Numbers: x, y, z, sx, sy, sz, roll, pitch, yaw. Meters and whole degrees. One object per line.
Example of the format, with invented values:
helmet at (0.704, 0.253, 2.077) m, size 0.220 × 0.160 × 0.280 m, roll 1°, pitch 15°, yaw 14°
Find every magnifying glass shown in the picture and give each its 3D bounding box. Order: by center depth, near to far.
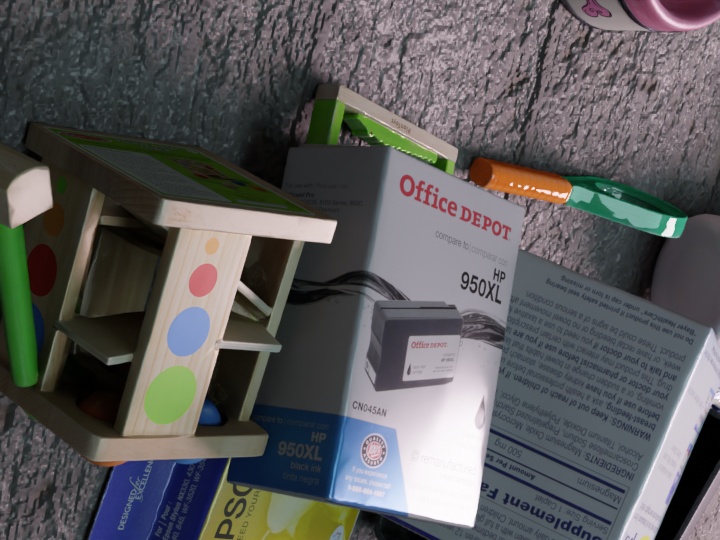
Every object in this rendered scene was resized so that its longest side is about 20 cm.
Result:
magnifying glass at (0.159, -0.054, 1.186) m, size 0.198 × 0.079 × 0.023 m, roll 11°, pitch 107°, yaw -38°

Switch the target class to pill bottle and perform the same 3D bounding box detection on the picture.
pill bottle at (0.348, 0.025, 1.340) m, size 0.198 × 0.114 × 0.116 m, roll 9°, pitch 105°, yaw -26°

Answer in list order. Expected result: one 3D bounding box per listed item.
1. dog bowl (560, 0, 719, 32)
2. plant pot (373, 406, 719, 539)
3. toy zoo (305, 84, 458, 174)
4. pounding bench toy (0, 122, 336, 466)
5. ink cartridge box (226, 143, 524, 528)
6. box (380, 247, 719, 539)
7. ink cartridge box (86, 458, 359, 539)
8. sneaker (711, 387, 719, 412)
dog bowl at (0.218, -0.256, 1.129) m, size 0.199 × 0.073 × 0.202 m, roll -24°, pitch 126°, yaw -36°
plant pot at (0.161, 0.172, 1.220) m, size 0.201 × 0.198 × 0.177 m, roll -59°, pitch 154°, yaw -4°
toy zoo at (0.000, 0.000, 1.029) m, size 0.131 × 0.020 × 0.202 m, roll 21°, pitch 77°, yaw -49°
pounding bench toy at (-0.141, 0.018, 0.858) m, size 0.199 × 0.124 × 0.158 m, roll 5°, pitch 107°, yaw -48°
ink cartridge box at (0.013, 0.040, 0.966) m, size 0.144 × 0.084 × 0.203 m, roll 19°, pitch 77°, yaw -49°
box at (0.121, 0.105, 1.098) m, size 0.202 × 0.182 × 0.105 m, roll -64°, pitch 157°, yaw -6°
ink cartridge box at (-0.058, 0.100, 1.053) m, size 0.199 × 0.047 × 0.200 m, roll 12°, pitch 101°, yaw -51°
sneaker at (0.325, 0.080, 1.438) m, size 0.198 × 0.077 × 0.086 m, roll -9°, pitch 127°, yaw -36°
